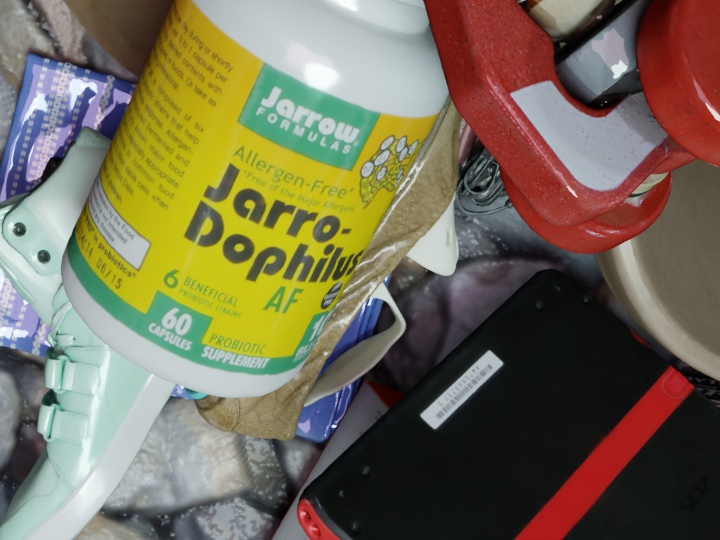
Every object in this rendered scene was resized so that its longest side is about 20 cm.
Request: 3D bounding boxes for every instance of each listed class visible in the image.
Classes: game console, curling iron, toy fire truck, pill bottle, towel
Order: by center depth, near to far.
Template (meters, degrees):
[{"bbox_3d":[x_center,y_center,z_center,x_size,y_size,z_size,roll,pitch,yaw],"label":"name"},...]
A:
[{"bbox_3d":[0.093,-0.115,0.559,0.200,0.112,0.168,-40,93,-31],"label":"toy fire truck"},{"bbox_3d":[-0.032,-0.060,0.624,0.112,0.113,0.201,26,113,-7],"label":"pill bottle"},{"bbox_3d":[0.092,0.106,0.686,0.177,0.200,0.031,41,140,12],"label":"game console"},{"bbox_3d":[0.082,-0.123,0.752,0.049,0.026,0.202,11,102,-8],"label":"curling iron"},{"bbox_3d":[-0.084,-0.007,0.775,0.198,0.024,0.146,17,101,-5],"label":"towel"}]

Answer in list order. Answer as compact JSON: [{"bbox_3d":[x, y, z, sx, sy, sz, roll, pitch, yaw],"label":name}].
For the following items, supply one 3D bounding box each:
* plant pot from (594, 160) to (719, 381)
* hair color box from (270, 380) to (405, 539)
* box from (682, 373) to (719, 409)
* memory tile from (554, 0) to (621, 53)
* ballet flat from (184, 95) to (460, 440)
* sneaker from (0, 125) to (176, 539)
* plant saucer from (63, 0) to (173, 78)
[{"bbox_3d":[0.214,-0.024,0.677,0.198,0.175,0.202,-3,105,-9],"label":"plant pot"},{"bbox_3d":[-0.006,0.167,0.770,0.061,0.102,0.201,24,103,-33],"label":"hair color box"},{"bbox_3d":[0.209,0.159,0.772,0.197,0.050,0.202,7,102,22],"label":"box"},{"bbox_3d":[0.166,-0.063,0.758,0.153,0.017,0.200,-45,107,4],"label":"memory tile"},{"bbox_3d":[0.000,0.000,0.743,0.072,0.068,0.201,32,98,-26],"label":"ballet flat"},{"bbox_3d":[-0.142,0.033,0.735,0.118,0.074,0.202,31,88,-11],"label":"sneaker"},{"bbox_3d":[-0.065,-0.148,0.687,0.198,0.030,0.202,14,131,17],"label":"plant saucer"}]
